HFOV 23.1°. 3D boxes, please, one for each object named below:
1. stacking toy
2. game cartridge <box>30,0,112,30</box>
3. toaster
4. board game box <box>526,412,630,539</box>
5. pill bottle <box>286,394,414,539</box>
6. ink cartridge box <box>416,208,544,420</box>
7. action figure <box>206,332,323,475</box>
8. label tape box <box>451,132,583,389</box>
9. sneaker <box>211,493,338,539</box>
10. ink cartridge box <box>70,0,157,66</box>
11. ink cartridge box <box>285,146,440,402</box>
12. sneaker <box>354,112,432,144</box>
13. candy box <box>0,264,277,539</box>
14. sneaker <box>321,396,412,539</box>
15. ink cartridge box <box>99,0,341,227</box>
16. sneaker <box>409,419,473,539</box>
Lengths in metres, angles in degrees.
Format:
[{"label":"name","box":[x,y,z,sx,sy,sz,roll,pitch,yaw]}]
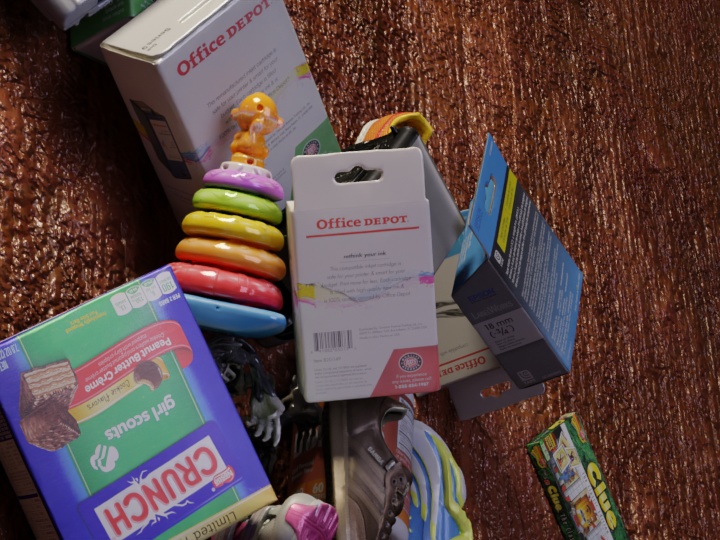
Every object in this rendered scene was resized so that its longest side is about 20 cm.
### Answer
[{"label":"stacking toy","box":[-0.102,-0.049,1.457,0.110,0.115,0.202,130,-30,-84]},{"label":"game cartridge","box":[-0.221,-0.306,1.502,0.133,0.041,0.200,43,66,12]},{"label":"toaster","box":[-0.019,-0.034,1.616,0.119,0.180,0.200,58,37,-19]},{"label":"board game box","box":[0.252,0.268,1.970,0.105,0.023,0.202,-29,96,-58]},{"label":"pill bottle","box":[-0.008,0.155,1.587,0.112,0.112,0.202,35,45,-39]},{"label":"ink cartridge box","box":[0.097,0.051,1.786,0.066,0.115,0.202,-16,84,-57]},{"label":"action figure","box":[-0.112,0.115,1.465,0.200,0.118,0.103,32,43,-49]},{"label":"label tape box","box":[0.139,-0.009,1.706,0.201,0.063,0.145,53,33,-29]},{"label":"sneaker","box":[-0.079,0.227,1.408,0.088,0.200,0.082,29,58,3]},{"label":"ink cartridge box","box":[-0.189,-0.279,1.598,0.146,0.083,0.202,19,57,-48]},{"label":"ink cartridge box","box":[0.000,0.000,1.454,0.068,0.115,0.202,-132,-141,-79]},{"label":"sneaker","box":[0.017,-0.087,1.782,0.073,0.077,0.201,43,51,-34]},{"label":"candy box","box":[-0.183,0.123,1.332,0.168,0.077,0.202,-26,94,-26]},{"label":"sneaker","box":[0.009,0.190,1.460,0.075,0.071,0.202,2,63,-9]},{"label":"ink cartridge box","box":[-0.117,-0.146,1.528,0.145,0.087,0.201,-43,132,-27]},{"label":"sneaker","box":[0.055,0.244,1.659,0.105,0.075,0.202,-16,86,-55]}]
